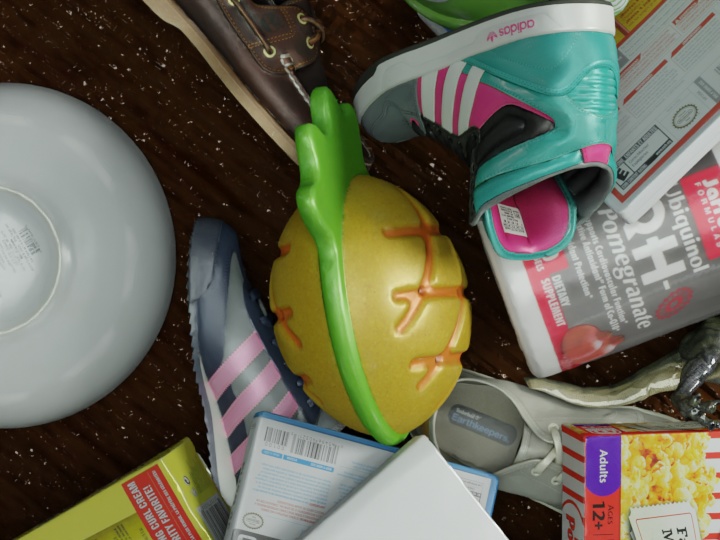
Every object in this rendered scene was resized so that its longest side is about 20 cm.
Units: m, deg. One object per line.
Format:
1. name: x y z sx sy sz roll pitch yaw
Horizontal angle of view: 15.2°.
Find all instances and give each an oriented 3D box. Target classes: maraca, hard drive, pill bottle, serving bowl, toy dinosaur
1. maraca: 0.000 0.000 1.463 0.107 0.137 0.201 -10 117 13
2. hard drive: -0.001 0.202 1.446 0.200 0.027 0.132 -40 94 -17
3. pill bottle: 0.170 -0.024 1.494 0.199 0.111 0.111 -21 91 3
4. serving bowl: -0.206 -0.007 1.531 0.199 0.066 0.201 0 92 1
5. toy dinosaur: 0.199 0.054 1.502 0.199 0.088 0.048 -21 126 -7

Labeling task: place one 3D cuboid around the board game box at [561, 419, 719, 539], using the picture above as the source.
1. board game box: 0.212 0.159 1.505 0.199 0.046 0.152 -2 96 -13

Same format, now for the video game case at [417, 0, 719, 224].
1. video game case: 0.137 -0.134 1.480 0.143 0.017 0.200 -44 53 3

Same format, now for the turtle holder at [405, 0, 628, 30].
1. turtle holder: 0.066 -0.194 1.451 0.141 0.132 0.186 -22 55 14

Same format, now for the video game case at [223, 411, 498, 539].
1. video game case: -0.013 0.191 1.467 0.143 0.018 0.201 16 78 -15

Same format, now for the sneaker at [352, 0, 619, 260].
1. sneaker: 0.070 -0.063 1.438 0.083 0.200 0.121 0 80 -34

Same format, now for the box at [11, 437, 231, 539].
1. box: -0.163 0.174 1.517 0.200 0.050 0.075 -29 91 19

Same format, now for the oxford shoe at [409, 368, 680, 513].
1. oxford shoe: 0.120 0.105 1.528 0.199 0.058 0.075 17 91 0

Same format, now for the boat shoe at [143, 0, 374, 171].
1. boat shoe: -0.057 -0.132 1.518 0.070 0.070 0.200 -42 90 7

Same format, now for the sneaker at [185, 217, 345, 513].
1. sneaker: -0.049 0.064 1.527 0.082 0.070 0.201 -8 100 8
